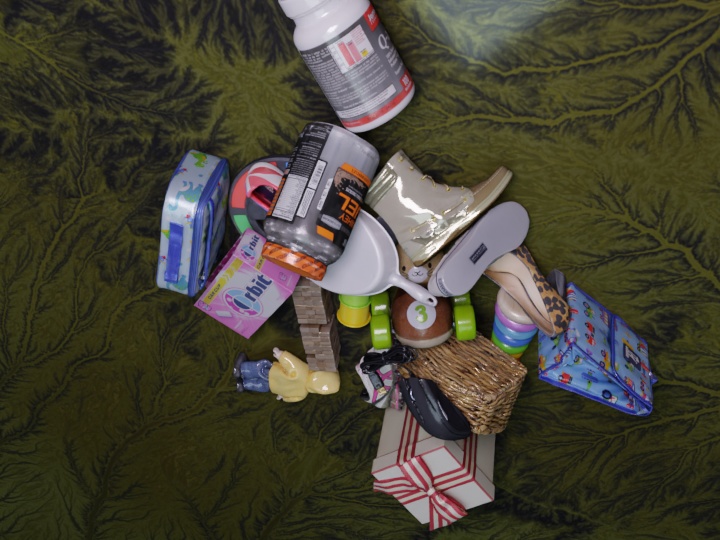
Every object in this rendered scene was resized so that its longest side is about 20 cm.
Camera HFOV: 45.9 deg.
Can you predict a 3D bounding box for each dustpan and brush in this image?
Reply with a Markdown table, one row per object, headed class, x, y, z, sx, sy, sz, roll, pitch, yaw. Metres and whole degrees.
| class | x | y | z | sx | sy | sz | roll | pitch | yaw |
| --- | --- | --- | --- | --- | --- | --- | --- | --- | --- |
| dustpan and brush | 0.026 | 0.000 | 1.279 | 0.199 | 0.057 | 0.141 | 35 | 114 | 18 |

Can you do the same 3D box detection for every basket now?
| class | x | y | z | sx | sy | sz | roll | pitch | yaw |
| --- | --- | --- | --- | --- | --- | --- | --- | --- | --- |
| basket | 0.151 | 0.189 | 1.408 | 0.199 | 0.142 | 0.150 | 37 | 135 | 26 |

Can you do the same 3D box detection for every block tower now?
| class | x | y | z | sx | sy | sz | roll | pitch | yaw |
| --- | --- | --- | --- | --- | --- | --- | --- | --- | --- |
| block tower | -0.077 | 0.084 | 1.479 | 0.057 | 0.054 | 0.202 | 1 | 127 | 11 |

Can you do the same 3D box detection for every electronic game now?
| class | x | y | z | sx | sy | sz | roll | pitch | yaw |
| --- | --- | --- | --- | --- | --- | --- | --- | --- | --- |
| electronic game | -0.115 | -0.095 | 1.357 | 0.197 | 0.042 | 0.202 | 6 | 129 | 8 |

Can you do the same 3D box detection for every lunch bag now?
| class | x | y | z | sx | sy | sz | roll | pitch | yaw |
| --- | --- | --- | --- | --- | --- | --- | --- | --- | --- |
| lunch bag | 0.389 | 0.140 | 1.359 | 0.198 | 0.151 | 0.094 | 29 | 128 | -11 |
| lunch bag | -0.263 | -0.070 | 1.332 | 0.081 | 0.162 | 0.202 | 15 | 128 | 0 |

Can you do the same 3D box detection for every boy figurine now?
| class | x | y | z | sx | sy | sz | roll | pitch | yaw |
| --- | --- | --- | --- | --- | --- | --- | --- | --- | --- |
| boy figurine | -0.135 | 0.192 | 1.569 | 0.197 | 0.065 | 0.126 | 1 | 127 | 11 |

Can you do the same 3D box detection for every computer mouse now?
| class | x | y | z | sx | sy | sz | roll | pitch | yaw |
| --- | --- | --- | --- | --- | --- | --- | --- | --- | --- |
| computer mouse | 0.076 | 0.205 | 1.332 | 0.140 | 0.046 | 0.201 | -13 | 119 | 49 |

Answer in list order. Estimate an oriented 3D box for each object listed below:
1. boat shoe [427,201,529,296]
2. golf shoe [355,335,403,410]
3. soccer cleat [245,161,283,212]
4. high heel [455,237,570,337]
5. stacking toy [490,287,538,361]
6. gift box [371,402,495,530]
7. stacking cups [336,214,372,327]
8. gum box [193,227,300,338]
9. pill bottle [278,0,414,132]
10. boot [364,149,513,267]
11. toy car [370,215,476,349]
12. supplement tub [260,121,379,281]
| class | x | y | z | sx | sy | sz | roll | pitch | yaw |
| --- | --- | --- | --- | --- | --- | --- | --- | --- | --- |
| boat shoe | 0.175 | -0.029 | 1.274 | 0.072 | 0.200 | 0.066 | 48 | 154 | -12 |
| golf shoe | 0.033 | 0.173 | 1.513 | 0.091 | 0.073 | 0.202 | 5 | 128 | 10 |
| soccer cleat | -0.089 | -0.087 | 1.291 | 0.199 | 0.074 | 0.068 | 33 | 119 | -15 |
| high heel | 0.233 | 0.021 | 1.306 | 0.198 | 0.143 | 0.072 | 23 | 129 | -6 |
| stacking toy | 0.250 | 0.113 | 1.425 | 0.084 | 0.086 | 0.202 | 12 | 136 | 3 |
| gift box | 0.131 | 0.351 | 1.556 | 0.199 | 0.188 | 0.184 | -33 | 114 | 30 |
| stacking cups | 0.000 | 0.000 | 1.397 | 0.060 | 0.061 | 0.202 | 11 | 127 | 3 |
| gum box | -0.192 | 0.028 | 1.431 | 0.113 | 0.067 | 0.200 | 32 | 140 | -12 |
| pill bottle | -0.019 | -0.297 | 1.132 | 0.115 | 0.117 | 0.201 | -19 | 122 | 25 |
| boot | 0.112 | -0.124 | 1.258 | 0.200 | 0.072 | 0.155 | -41 | 85 | 1 |
| toy car | 0.089 | 0.004 | 1.333 | 0.162 | 0.158 | 0.203 | -6 | 114 | 4 |
| supplement tub | -0.061 | -0.096 | 1.202 | 0.121 | 0.202 | 0.123 | 22 | 174 | 3 |
